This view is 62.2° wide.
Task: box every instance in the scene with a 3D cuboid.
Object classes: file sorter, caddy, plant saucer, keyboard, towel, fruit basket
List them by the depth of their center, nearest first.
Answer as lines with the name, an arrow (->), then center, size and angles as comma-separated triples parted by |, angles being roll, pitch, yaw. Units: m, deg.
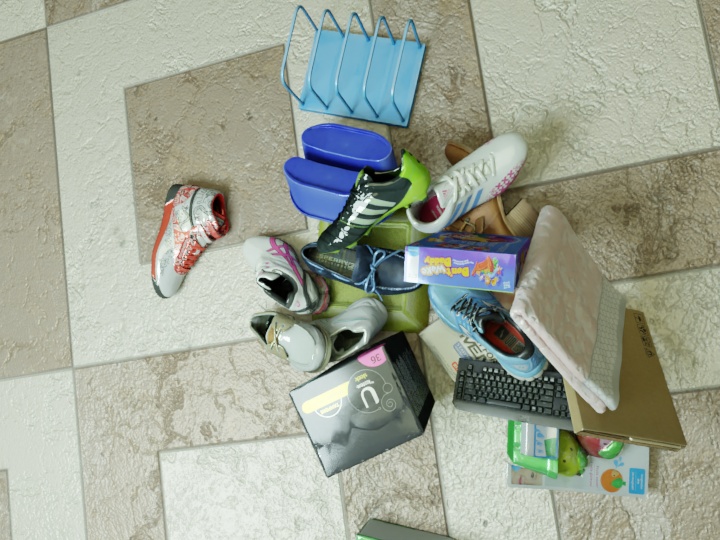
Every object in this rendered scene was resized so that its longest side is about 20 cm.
towel -> 0.270, 0.043, 0.748 | 0.191, 0.201, 0.032 | 46, 136, -16
keyboard -> 0.232, 0.145, 0.823 | 0.196, 0.021, 0.129 | 6, 64, 18
fruit basket -> 0.309, 0.221, 0.844 | 0.196, 0.094, 0.189 | 3, 86, 12
caddy -> -0.027, -0.146, 0.952 | 0.197, 0.106, 0.143 | 17, 64, 21
file sorter -> -0.011, -0.330, 0.957 | 0.197, 0.123, 0.141 | 13, 89, 15
plant saucer -> 0.014, -0.007, 0.962 | 0.196, 0.048, 0.204 | 3, 86, 15

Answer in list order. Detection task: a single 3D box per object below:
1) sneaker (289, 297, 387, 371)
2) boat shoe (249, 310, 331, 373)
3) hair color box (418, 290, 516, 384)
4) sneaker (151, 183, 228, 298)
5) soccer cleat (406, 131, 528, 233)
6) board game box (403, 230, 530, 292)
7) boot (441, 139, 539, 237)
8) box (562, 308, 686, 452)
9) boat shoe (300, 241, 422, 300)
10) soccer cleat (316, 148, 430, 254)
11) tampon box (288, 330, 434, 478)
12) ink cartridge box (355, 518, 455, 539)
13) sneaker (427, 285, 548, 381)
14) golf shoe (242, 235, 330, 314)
sneaker -> -0.049, 0.111, 0.929 | 0.199, 0.080, 0.071 | -34, 101, 31
boat shoe -> -0.113, 0.107, 0.914 | 0.199, 0.068, 0.076 | 11, 86, 59
hair color box -> 0.199, 0.078, 0.899 | 0.199, 0.064, 0.111 | -40, 76, 7
sneaker -> -0.292, -0.048, 1.034 | 0.106, 0.067, 0.205 | 7, 85, 17
soccer cleat -> 0.150, -0.121, 0.845 | 0.199, 0.086, 0.070 | -40, 72, 21
board game box -> 0.148, -0.017, 0.789 | 0.132, 0.200, 0.046 | 6, 101, 20
boot -> 0.163, -0.089, 0.925 | 0.155, 0.077, 0.200 | -45, 84, 11
box -> 0.334, 0.129, 0.792 | 0.161, 0.021, 0.203 | 12, 52, -16
boat shoe -> 0.000, 0.000, 0.904 | 0.196, 0.069, 0.086 | 4, 86, 15
soccer cleat -> 0.006, -0.096, 0.841 | 0.198, 0.068, 0.081 | -32, 117, 21
tampon box -> 0.012, 0.184, 0.863 | 0.148, 0.200, 0.128 | -27, 84, 10
ink cartridge box -> 0.057, 0.499, 0.889 | 0.143, 0.084, 0.204 | 8, 87, 15
sneaker -> 0.171, 0.063, 0.817 | 0.199, 0.090, 0.079 | 37, 85, 31
golf shoe -> -0.137, -0.002, 0.958 | 0.199, 0.091, 0.073 | 36, 107, 35
